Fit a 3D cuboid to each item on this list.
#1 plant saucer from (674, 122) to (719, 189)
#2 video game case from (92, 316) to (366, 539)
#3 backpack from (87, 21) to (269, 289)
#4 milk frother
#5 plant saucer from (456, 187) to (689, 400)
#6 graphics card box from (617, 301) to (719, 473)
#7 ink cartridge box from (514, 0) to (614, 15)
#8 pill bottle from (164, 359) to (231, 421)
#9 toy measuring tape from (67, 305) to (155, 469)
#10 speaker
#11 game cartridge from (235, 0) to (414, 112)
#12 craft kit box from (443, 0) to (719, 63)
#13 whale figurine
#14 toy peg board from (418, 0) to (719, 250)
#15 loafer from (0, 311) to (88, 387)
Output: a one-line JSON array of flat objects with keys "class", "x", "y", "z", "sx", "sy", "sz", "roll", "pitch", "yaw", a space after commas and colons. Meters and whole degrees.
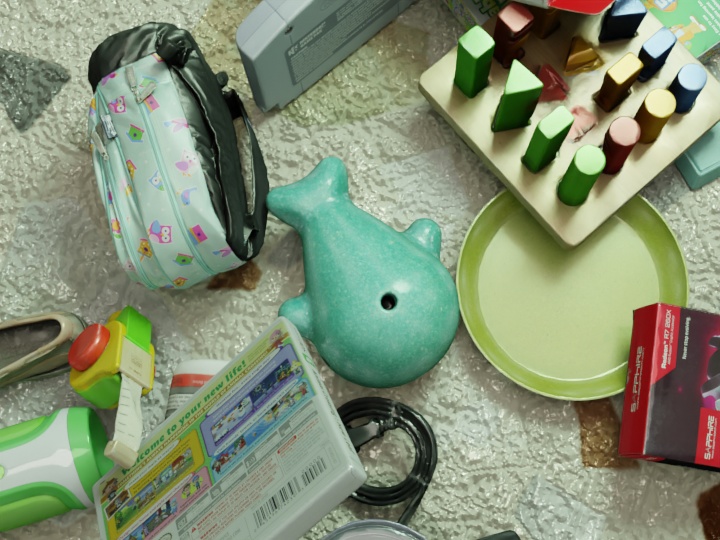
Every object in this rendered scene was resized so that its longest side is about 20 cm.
[{"class": "plant saucer", "x": 0.367, "y": -0.148, "z": 1.024, "sx": 0.199, "sy": 0.019, "sz": 0.070, "roll": -28, "pitch": 77, "yaw": -7}, {"class": "video game case", "x": -0.099, "y": 0.146, "z": 0.778, "sx": 0.200, "sy": 0.022, "sz": 0.182, "roll": -42, "pitch": 34, "yaw": 7}, {"class": "backpack", "x": -0.156, "y": -0.086, "z": 0.955, "sx": 0.126, "sy": 0.167, "sz": 0.202, "roll": -18, "pitch": 79, "yaw": 12}, {"class": "milk frother", "x": 0.009, "y": 0.197, "z": 0.852, "sx": 0.180, "sy": 0.188, "sz": 0.201, "roll": -35, "pitch": 78, "yaw": -9}, {"class": "plant saucer", "x": 0.180, "y": 0.014, "z": 0.978, "sx": 0.198, "sy": 0.031, "sz": 0.202, "roll": 0, "pitch": 75, "yaw": 1}, {"class": "graphics card box", "x": 0.317, "y": 0.106, "z": 0.925, "sx": 0.198, "sy": 0.051, "sz": 0.127, "roll": 12, "pitch": 78, "yaw": -8}, {"class": "ink cartridge box", "x": 0.170, "y": -0.310, "z": 0.946, "sx": 0.175, "sy": 0.084, "sz": 0.200, "roll": 23, "pitch": 54, "yaw": 32}, {"class": "pill bottle", "x": -0.108, "y": 0.179, "z": 0.895, "sx": 0.115, "sy": 0.116, "sz": 0.202, "roll": 8, "pitch": 76, "yaw": 3}, {"class": "toy measuring tape", "x": -0.201, "y": 0.099, "z": 0.904, "sx": 0.073, "sy": 0.074, "sz": 0.201, "roll": -10, "pitch": 33, "yaw": -2}, {"class": "speaker", "x": -0.304, "y": 0.174, "z": 0.914, "sx": 0.198, "sy": 0.089, "sz": 0.089, "roll": -17, "pitch": 76, "yaw": -3}, {"class": "game cartridge", "x": -0.022, "y": -0.231, "z": 0.989, "sx": 0.200, "sy": 0.133, "sz": 0.041, "roll": -40, "pitch": 78, "yaw": -9}, {"class": "craft kit box", "x": 0.209, "y": -0.237, "z": 1.036, "sx": 0.197, "sy": 0.049, "sz": 0.200, "roll": -36, "pitch": 78, "yaw": -5}, {"class": "whale figurine", "x": 0.000, "y": 0.000, "z": 0.939, "sx": 0.158, "sy": 0.104, "sz": 0.201, "roll": -29, "pitch": 86, "yaw": -7}, {"class": "toy peg board", "x": 0.186, "y": -0.162, "z": 0.946, "sx": 0.199, "sy": 0.098, "sz": 0.200, "roll": -40, "pitch": 79, "yaw": -8}, {"class": "loafer", "x": -0.328, "y": 0.075, "z": 0.951, "sx": 0.198, "sy": 0.063, "sz": 0.072, "roll": -19, "pitch": 76, "yaw": -4}]
